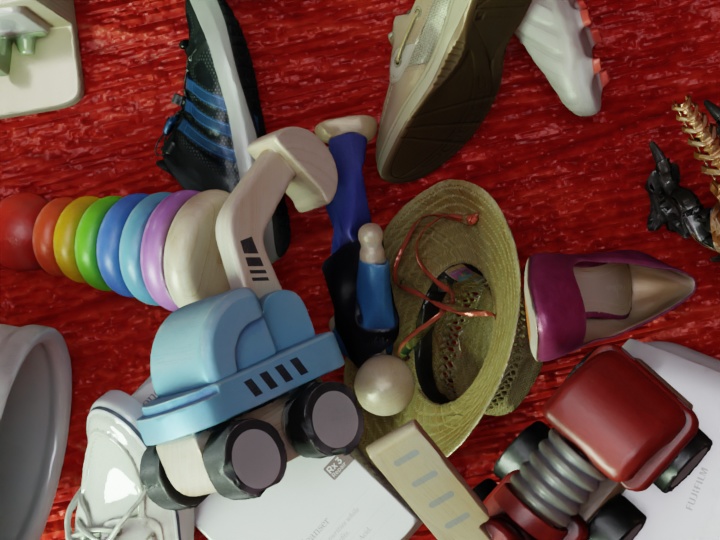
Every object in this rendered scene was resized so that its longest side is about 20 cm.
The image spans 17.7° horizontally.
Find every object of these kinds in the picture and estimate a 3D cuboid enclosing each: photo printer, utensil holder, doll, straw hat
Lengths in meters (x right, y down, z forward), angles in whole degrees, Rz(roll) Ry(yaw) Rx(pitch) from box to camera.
[{"bbox_3d":[0.229,0.145,1.520,0.199,0.069,0.167,22,89,8],"label":"photo printer"},{"bbox_3d":[-0.312,0.105,1.542,0.199,0.170,0.171,10,87,10],"label":"utensil holder"},{"bbox_3d":[0.000,0.000,1.520,0.048,0.137,0.201,-3,66,-13],"label":"doll"},{"bbox_3d":[0.077,0.046,1.531,0.085,0.201,0.202,19,88,-33],"label":"straw hat"}]

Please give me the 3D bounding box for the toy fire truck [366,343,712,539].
[{"bbox_3d":[0.104,0.120,1.407,0.129,0.200,0.176,43,98,16],"label":"toy fire truck"}]

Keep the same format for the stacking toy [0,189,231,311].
[{"bbox_3d":[-0.170,-0.022,1.553,0.199,0.085,0.086,9,87,34],"label":"stacking toy"}]

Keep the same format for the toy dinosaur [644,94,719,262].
[{"bbox_3d":[0.253,-0.041,1.492,0.102,0.136,0.201,-18,126,-9],"label":"toy dinosaur"}]

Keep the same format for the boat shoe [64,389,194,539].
[{"bbox_3d":[-0.161,0.175,1.505,0.074,0.203,0.086,24,46,30],"label":"boat shoe"}]

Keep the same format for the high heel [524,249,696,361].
[{"bbox_3d":[0.159,0.020,1.472,0.096,0.200,0.068,-4,89,13],"label":"high heel"}]

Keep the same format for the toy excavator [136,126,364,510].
[{"bbox_3d":[-0.069,0.027,1.453,0.194,0.100,0.201,-24,96,-37],"label":"toy excavator"}]

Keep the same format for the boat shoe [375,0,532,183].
[{"bbox_3d":[0.054,-0.149,1.541,0.065,0.072,0.200,50,131,34],"label":"boat shoe"}]

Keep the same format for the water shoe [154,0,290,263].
[{"bbox_3d":[-0.107,-0.096,1.576,0.079,0.071,0.201,-14,84,8],"label":"water shoe"}]

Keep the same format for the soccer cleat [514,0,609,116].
[{"bbox_3d":[0.108,-0.189,1.563,0.077,0.069,0.201,-22,77,10],"label":"soccer cleat"}]

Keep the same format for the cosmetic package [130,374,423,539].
[{"bbox_3d":[-0.063,0.135,1.550,0.200,0.081,0.113,42,93,7],"label":"cosmetic package"}]

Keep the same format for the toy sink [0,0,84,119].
[{"bbox_3d":[-0.275,-0.208,1.583,0.130,0.112,0.201,-8,85,7],"label":"toy sink"}]
